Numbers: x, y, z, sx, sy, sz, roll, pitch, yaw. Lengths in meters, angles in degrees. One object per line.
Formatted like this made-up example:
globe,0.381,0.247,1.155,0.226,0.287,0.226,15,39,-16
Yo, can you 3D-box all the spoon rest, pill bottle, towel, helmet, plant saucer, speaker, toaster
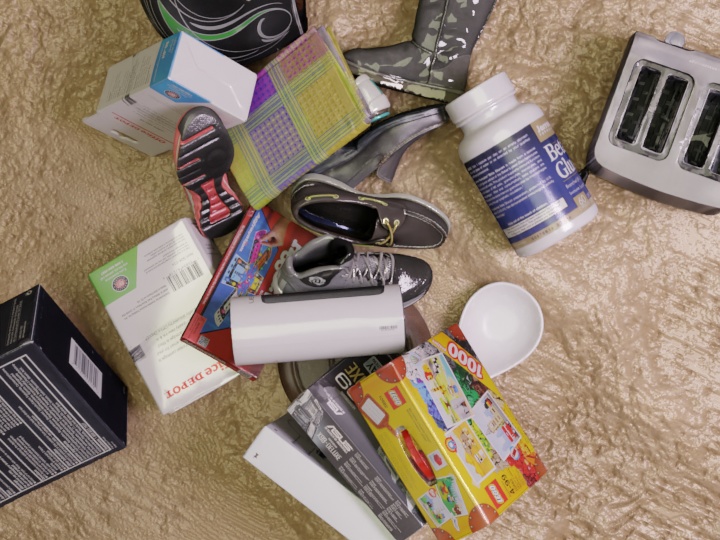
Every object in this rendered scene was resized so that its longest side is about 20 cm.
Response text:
spoon rest,0.143,0.106,1.412,0.099,0.061,0.200,35,96,6
pill bottle,0.184,-0.126,1.369,0.111,0.111,0.201,-31,93,7
towel,-0.083,-0.180,1.388,0.200,0.023,0.144,-36,72,25
helmet,-0.168,-0.340,1.383,0.190,0.200,0.201,-7,90,5
plant saucer,-0.008,0.110,1.448,0.199,0.032,0.201,0,91,7
speaker,-0.050,0.063,1.338,0.199,0.081,0.082,-4,90,-2
toaster,0.364,-0.164,1.350,0.180,0.119,0.201,21,94,8

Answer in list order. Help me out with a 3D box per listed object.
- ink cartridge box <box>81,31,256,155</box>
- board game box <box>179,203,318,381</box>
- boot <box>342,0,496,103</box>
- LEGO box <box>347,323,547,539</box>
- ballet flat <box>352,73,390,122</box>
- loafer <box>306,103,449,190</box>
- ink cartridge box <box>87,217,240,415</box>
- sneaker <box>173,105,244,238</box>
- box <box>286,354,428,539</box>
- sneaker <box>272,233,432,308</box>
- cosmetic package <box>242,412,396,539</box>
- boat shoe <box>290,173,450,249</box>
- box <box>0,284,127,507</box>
ink cartridge box,-0.234,-0.208,1.404,0.199,0.116,0.067,-11,62,46
board game box,-0.128,0.022,1.408,0.103,0.019,0.201,31,65,-13
boot,0.076,-0.314,1.412,0.181,0.073,0.201,13,99,-6
LEGO box,0.099,0.180,1.306,0.077,0.149,0.201,-36,83,37
ballet flat,-0.055,-0.178,1.415,0.199,0.069,0.070,-25,87,28
loafer,0.024,-0.141,1.426,0.199,0.073,0.073,-25,96,17
ink cartridge box,-0.220,0.057,1.449,0.145,0.084,0.201,-29,87,8
sneaker,-0.197,-0.127,1.400,0.073,0.201,0.087,-25,54,-17
box,0.030,0.190,1.349,0.200,0.158,0.050,50,127,5
sneaker,0.000,0.000,1.376,0.199,0.116,0.075,-5,66,-14
cosmetic package,-0.035,0.254,1.393,0.200,0.151,0.052,37,95,5
boat shoe,0.012,-0.058,1.402,0.200,0.061,0.072,14,124,-8
box,-0.419,0.155,1.415,0.198,0.123,0.200,-26,125,7
